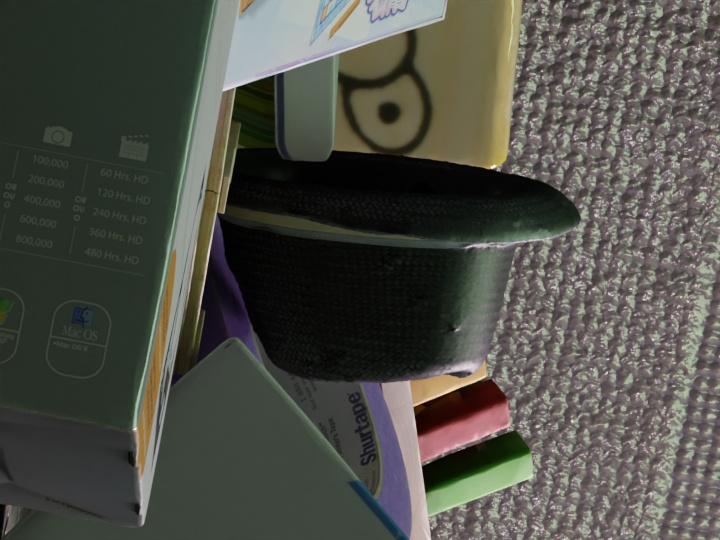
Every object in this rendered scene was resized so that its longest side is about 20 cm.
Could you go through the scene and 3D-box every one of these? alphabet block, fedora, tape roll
[{"bbox_3d":[-0.005,-0.193,1.167,0.197,0.193,0.202,-81,177,-55],"label":"alphabet block"},{"bbox_3d":[0.000,0.000,0.974,0.201,0.198,0.093,-95,-171,-82],"label":"fedora"},{"bbox_3d":[-0.057,0.071,1.084,0.201,0.084,0.201,55,19,-29],"label":"tape roll"}]

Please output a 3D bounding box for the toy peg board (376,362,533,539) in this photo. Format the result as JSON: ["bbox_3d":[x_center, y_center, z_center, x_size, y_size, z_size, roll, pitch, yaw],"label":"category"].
[{"bbox_3d":[0.020,0.037,1.288,0.200,0.097,0.201,-129,-155,-50],"label":"toy peg board"}]

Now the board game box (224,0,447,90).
[{"bbox_3d":[-0.026,-0.163,0.733,0.199,0.041,0.202,-23,133,-48],"label":"board game box"}]

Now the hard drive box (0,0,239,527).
[{"bbox_3d":[-0.074,-0.048,0.554,0.156,0.076,0.202,110,-11,-76],"label":"hard drive box"}]

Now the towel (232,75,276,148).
[{"bbox_3d":[-0.064,-0.157,1.036,0.018,0.086,0.202,-28,131,-43],"label":"towel"}]

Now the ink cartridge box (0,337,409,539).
[{"bbox_3d":[-0.057,0.131,0.864,0.144,0.147,0.200,-42,178,-5],"label":"ink cartridge box"}]

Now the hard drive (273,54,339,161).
[{"bbox_3d":[-0.019,-0.164,0.936,0.201,0.025,0.133,-87,179,-45],"label":"hard drive"}]

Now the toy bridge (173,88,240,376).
[{"bbox_3d":[-0.063,-0.042,0.858,0.067,0.027,0.202,-89,-171,-66],"label":"toy bridge"}]
